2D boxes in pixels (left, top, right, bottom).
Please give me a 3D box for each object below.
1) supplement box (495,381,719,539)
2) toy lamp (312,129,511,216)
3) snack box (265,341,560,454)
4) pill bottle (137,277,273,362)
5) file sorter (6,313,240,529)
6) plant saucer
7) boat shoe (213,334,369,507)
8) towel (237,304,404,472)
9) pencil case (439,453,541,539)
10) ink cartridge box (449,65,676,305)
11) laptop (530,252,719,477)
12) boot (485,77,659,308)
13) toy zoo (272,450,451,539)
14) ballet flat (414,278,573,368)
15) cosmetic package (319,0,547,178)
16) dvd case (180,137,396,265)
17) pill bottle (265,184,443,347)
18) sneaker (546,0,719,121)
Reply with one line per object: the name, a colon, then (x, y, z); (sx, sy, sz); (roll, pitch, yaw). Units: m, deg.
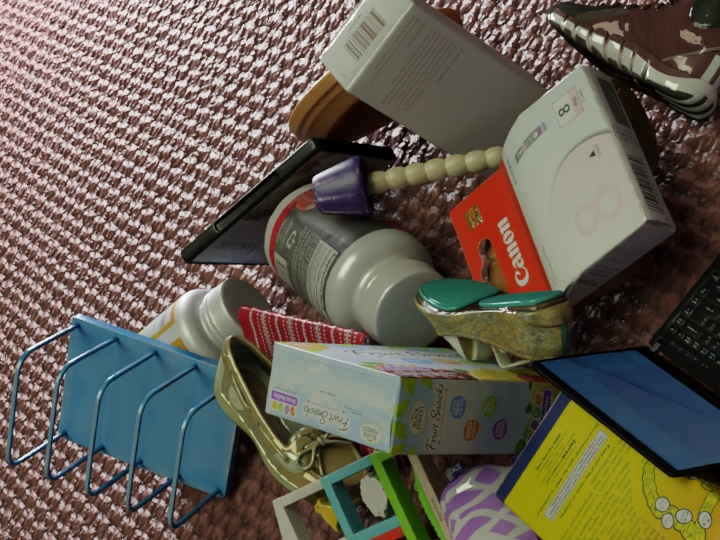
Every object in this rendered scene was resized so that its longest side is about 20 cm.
supplement box: (0.213, 0.184, 1.156); (0.110, 0.109, 0.200); (-58, 38, 6)
toy lamp: (0.056, -0.089, 1.437); (0.200, 0.058, 0.058); (-13, 54, 10)
snack box: (0.051, 0.105, 1.310); (0.169, 0.200, 0.068); (11, 94, 52)
pill bottle: (-0.182, 0.094, 1.660); (0.200, 0.109, 0.109); (-38, 44, 28)
file sorter: (-0.234, 0.150, 1.570); (0.200, 0.123, 0.139); (18, 111, 19)
plant saucer: (0.022, -0.181, 1.554); (0.200, 0.200, 0.037); (-39, 80, 27)
boat shoe: (-0.063, 0.139, 1.461); (0.201, 0.073, 0.063); (45, 145, 31)
towel: (-0.039, 0.108, 1.492); (0.200, 0.022, 0.145); (10, 121, 51)
pencil case: (0.126, 0.242, 1.245); (0.085, 0.084, 0.200); (-34, 47, 18)
ink cartridge box: (0.151, -0.047, 1.315); (0.200, 0.057, 0.163); (-37, 54, 29)
laptop: (0.260, 0.051, 1.168); (0.200, 0.103, 0.177); (-51, 39, 1)
boot: (0.180, -0.059, 1.381); (0.155, 0.077, 0.200); (-22, 60, 45)
toy zoo: (0.001, 0.236, 1.384); (0.200, 0.020, 0.131); (-31, 81, 35)
ballet flat: (0.107, 0.046, 1.304); (0.200, 0.071, 0.071); (6, 73, 61)
cosmetic package: (0.073, -0.174, 1.455); (0.102, 0.200, 0.074); (-51, 40, 13)
dvd case: (-0.073, -0.066, 1.612); (0.200, 0.143, 0.018); (-38, 70, 28)
pill bottle: (0.000, 0.000, 1.496); (0.111, 0.111, 0.200); (-58, 38, 5)
sneaker: (0.261, -0.216, 1.382); (0.116, 0.076, 0.200); (-54, 49, 3)
